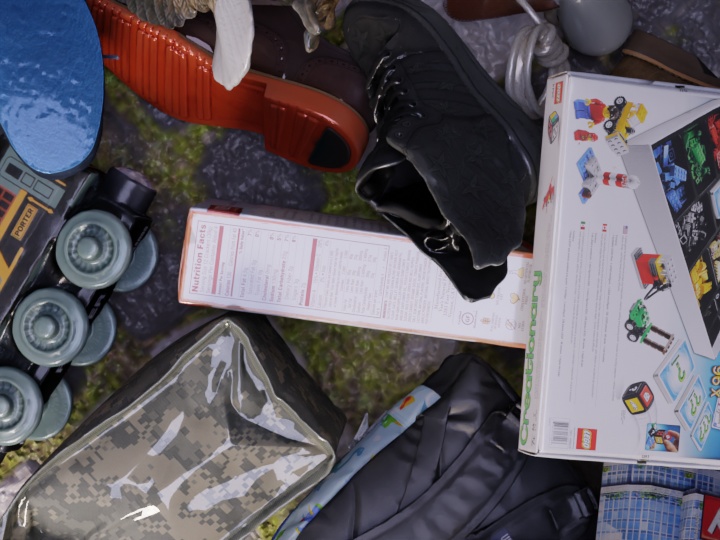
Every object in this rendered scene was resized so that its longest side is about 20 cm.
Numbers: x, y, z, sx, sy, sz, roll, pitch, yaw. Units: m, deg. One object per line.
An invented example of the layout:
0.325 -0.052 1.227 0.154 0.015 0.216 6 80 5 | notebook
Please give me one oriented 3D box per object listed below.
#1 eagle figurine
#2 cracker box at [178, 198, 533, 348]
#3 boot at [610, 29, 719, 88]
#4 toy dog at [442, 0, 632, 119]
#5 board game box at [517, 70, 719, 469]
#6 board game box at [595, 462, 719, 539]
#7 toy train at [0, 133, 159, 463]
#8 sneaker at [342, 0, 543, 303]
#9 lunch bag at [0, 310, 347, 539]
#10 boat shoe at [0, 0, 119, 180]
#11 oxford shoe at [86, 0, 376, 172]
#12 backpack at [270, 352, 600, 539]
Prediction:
-0.090 -0.207 1.148 0.199 0.151 0.152 32 101 -2 | eagle figurine
0.000 0.000 1.180 0.199 0.134 0.058 8 94 0 | cracker box
0.213 -0.067 1.166 0.074 0.200 0.076 33 89 -46 | boot
0.075 -0.194 1.169 0.132 0.096 0.201 -44 130 -31 | toy dog
0.154 0.002 1.087 0.125 0.035 0.201 6 88 -15 | board game box
0.229 0.154 1.155 0.199 0.062 0.201 17 70 -27 | board game box
-0.201 0.016 1.211 0.114 0.085 0.201 31 95 10 | toy train
0.032 -0.074 1.125 0.104 0.060 0.200 -27 62 -35 | sneaker
-0.113 0.120 1.171 0.200 0.164 0.118 -38 91 2 | lunch bag
-0.187 -0.147 1.183 0.084 0.069 0.201 -10 78 -9 | boat shoe
-0.077 -0.128 1.217 0.199 0.071 0.073 26 59 5 | oxford shoe
0.027 0.171 1.196 0.200 0.154 0.163 -44 99 -20 | backpack
